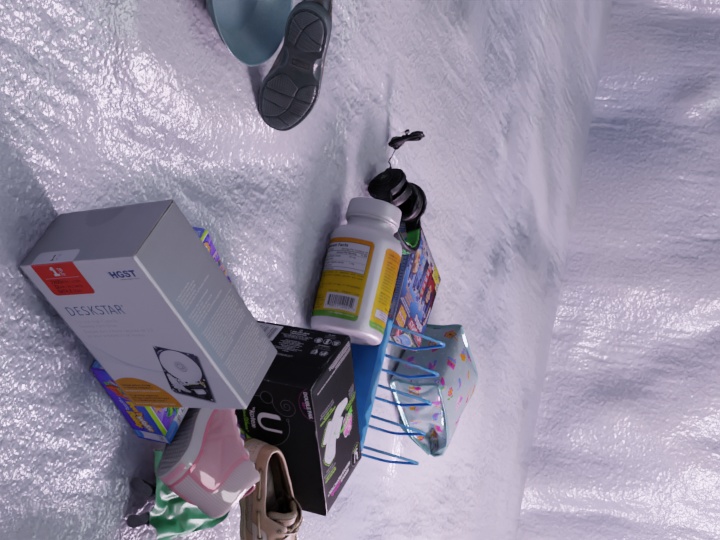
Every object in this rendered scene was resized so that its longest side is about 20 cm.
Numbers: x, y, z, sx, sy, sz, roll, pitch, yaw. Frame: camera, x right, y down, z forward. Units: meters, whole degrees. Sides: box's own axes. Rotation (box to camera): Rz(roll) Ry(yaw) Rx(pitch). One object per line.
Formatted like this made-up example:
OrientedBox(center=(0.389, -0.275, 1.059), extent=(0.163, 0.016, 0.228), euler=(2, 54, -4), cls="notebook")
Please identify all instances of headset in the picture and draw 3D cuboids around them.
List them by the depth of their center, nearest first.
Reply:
OrientedBox(center=(0.072, -0.127, 1.747), extent=(0.123, 0.093, 0.202), euler=(35, 44, -58), cls="headset")

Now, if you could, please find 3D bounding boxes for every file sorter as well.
OrientedBox(center=(0.038, 0.191, 1.672), extent=(0.138, 0.122, 0.202), euler=(-17, -124, 65), cls="file sorter")

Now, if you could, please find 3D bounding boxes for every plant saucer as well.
OrientedBox(center=(-0.136, -0.340, 1.255), extent=(0.201, 0.038, 0.204), euler=(9, 90, -68), cls="plant saucer")

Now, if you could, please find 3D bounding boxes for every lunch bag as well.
OrientedBox(center=(0.143, 0.224, 2.023), extent=(0.171, 0.121, 0.201), euler=(-61, 144, -42), cls="lunch bag")

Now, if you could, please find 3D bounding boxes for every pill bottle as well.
OrientedBox(center=(0.000, 0.000, 1.606), extent=(0.111, 0.110, 0.202), euler=(41, 60, -64), cls="pill bottle")

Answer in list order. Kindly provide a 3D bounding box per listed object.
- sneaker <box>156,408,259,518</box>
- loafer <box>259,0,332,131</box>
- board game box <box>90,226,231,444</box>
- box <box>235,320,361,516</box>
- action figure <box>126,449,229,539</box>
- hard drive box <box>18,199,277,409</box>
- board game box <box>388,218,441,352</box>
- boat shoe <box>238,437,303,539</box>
OrientedBox(center=(-0.163, 0.204, 1.238), extent=(0.105, 0.075, 0.201), euler=(44, 21, -15), cls="sneaker")
OrientedBox(center=(-0.070, -0.256, 1.326), extent=(0.201, 0.071, 0.063), euler=(118, -5, -49), cls="loafer")
OrientedBox(center=(-0.210, 0.070, 1.208), extent=(0.135, 0.044, 0.201), euler=(70, 35, -49), cls="board game box")
OrientedBox(center=(-0.092, 0.188, 1.400), extent=(0.124, 0.147, 0.202), euler=(-50, 142, -52), cls="box")
OrientedBox(center=(-0.200, 0.269, 1.289), extent=(0.200, 0.054, 0.120), euler=(17, 80, -64), cls="action figure")
OrientedBox(center=(-0.197, 0.037, 1.026), extent=(0.201, 0.154, 0.077), euler=(59, 43, -33), cls="hard drive box")
OrientedBox(center=(0.065, 0.046, 1.846), extent=(0.201, 0.061, 0.202), euler=(64, 41, -54), cls="board game box")
OrientedBox(center=(-0.108, 0.306, 1.341), extent=(0.071, 0.064, 0.202), euler=(-32, 116, -43), cls="boat shoe")
